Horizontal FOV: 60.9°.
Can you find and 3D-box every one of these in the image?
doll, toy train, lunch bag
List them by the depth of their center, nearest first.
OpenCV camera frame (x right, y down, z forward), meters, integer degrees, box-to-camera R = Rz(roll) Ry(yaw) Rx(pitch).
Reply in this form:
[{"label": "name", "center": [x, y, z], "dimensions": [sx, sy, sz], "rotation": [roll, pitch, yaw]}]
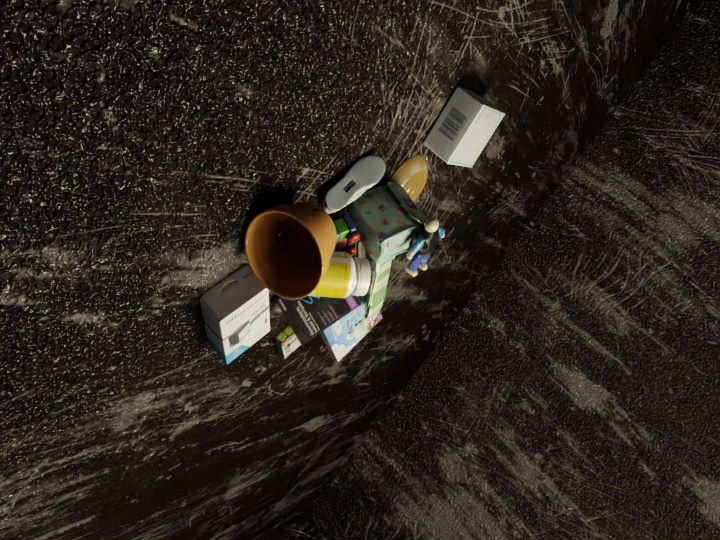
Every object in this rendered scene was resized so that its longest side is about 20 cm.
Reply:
[{"label": "doll", "center": [0.168, -0.065, 1.625], "dimensions": [0.134, 0.049, 0.202], "rotation": [-29, 154, -29]}, {"label": "toy train", "center": [-0.076, -0.063, 1.631], "dimensions": [0.113, 0.086, 0.201], "rotation": [-22, 158, -19]}, {"label": "lunch bag", "center": [0.083, -0.139, 1.644], "dimensions": [0.196, 0.172, 0.124], "rotation": [-24, 150, -26]}]

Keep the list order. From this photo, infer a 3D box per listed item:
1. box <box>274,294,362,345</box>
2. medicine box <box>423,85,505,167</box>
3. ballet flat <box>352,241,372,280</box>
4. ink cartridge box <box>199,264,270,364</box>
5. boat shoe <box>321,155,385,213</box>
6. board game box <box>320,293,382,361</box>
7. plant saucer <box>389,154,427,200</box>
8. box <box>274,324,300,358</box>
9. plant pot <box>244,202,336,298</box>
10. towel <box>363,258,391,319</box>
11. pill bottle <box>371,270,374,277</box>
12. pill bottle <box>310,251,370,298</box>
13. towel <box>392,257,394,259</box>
[{"label": "box", "center": [-0.113, 0.083, 1.637], "dimensions": [0.197, 0.145, 0.036], "rotation": [-34, 180, 0]}, {"label": "medicine box", "center": [0.299, -0.405, 1.748], "dimensions": [0.198, 0.103, 0.185], "rotation": [-11, 138, -59]}, {"label": "ballet flat", "center": [0.000, 0.000, 1.699], "dimensions": [0.065, 0.068, 0.207], "rotation": [10, 84, -27]}, {"label": "ink cartridge box", "center": [-0.292, 0.107, 1.454], "dimensions": [0.144, 0.083, 0.203], "rotation": [-37, 156, -28]}, {"label": "boat shoe", "center": [-0.020, -0.208, 1.511], "dimensions": [0.200, 0.071, 0.070], "rotation": [-45, -173, -22]}, {"label": "board game box", "center": [-0.034, 0.133, 1.793], "dimensions": [0.198, 0.043, 0.203], "rotation": [-42, 139, -18]}, {"label": "plant saucer", "center": [0.137, -0.242, 1.795], "dimensions": [0.199, 0.035, 0.202], "rotation": [-42, 158, -21]}, {"label": "box", "center": [-0.173, 0.172, 1.876], "dimensions": [0.199, 0.035, 0.111], "rotation": [-41, 158, -22]}, {"label": "plant pot", "center": [-0.140, -0.060, 1.357], "dimensions": [0.140, 0.197, 0.203], "rotation": [-45, 166, -56]}, {"label": "towel", "center": [0.054, 0.025, 1.743], "dimensions": [0.152, 0.023, 0.207], "rotation": [-30, 132, -69]}, {"label": "pill bottle", "center": [-0.022, 0.093, 1.904], "dimensions": [0.203, 0.105, 0.107], "rotation": [-56, 161, -11]}, {"label": "pill bottle", "center": [-0.079, 0.009, 1.553], "dimensions": [0.193, 0.116, 0.116], "rotation": [5, 135, -19]}, {"label": "towel", "center": [0.106, -0.116, 1.822], "dimensions": [0.152, 0.030, 0.200], "rotation": [-59, 160, -3]}]
